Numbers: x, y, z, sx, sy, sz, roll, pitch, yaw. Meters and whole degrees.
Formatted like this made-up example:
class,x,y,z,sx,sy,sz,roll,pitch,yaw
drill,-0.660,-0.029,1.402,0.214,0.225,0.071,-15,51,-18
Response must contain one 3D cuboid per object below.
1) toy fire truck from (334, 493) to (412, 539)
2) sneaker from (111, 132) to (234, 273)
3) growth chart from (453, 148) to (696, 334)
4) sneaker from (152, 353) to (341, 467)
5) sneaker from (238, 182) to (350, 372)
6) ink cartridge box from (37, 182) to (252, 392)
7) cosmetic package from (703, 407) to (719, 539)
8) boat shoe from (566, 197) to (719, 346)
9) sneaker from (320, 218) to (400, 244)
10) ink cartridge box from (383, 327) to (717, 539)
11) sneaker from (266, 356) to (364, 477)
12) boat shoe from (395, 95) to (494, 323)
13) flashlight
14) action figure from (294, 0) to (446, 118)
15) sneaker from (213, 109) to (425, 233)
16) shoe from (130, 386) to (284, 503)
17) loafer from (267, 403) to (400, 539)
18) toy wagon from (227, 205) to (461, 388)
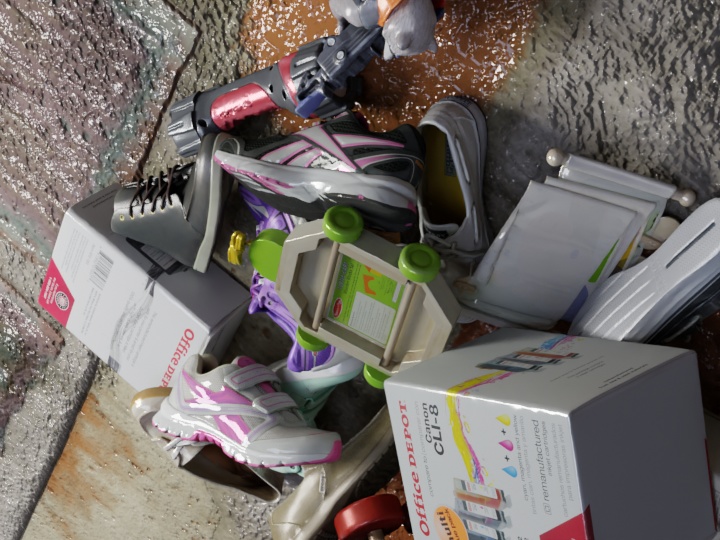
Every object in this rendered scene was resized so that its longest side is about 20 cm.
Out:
class,x,y,z,sx,sy,sz,roll,pitch,yaw
toy fire truck,0.029,0.298,1.089,0.168,0.198,0.113,-47,55,39
sneaker,-0.179,-0.068,1.055,0.105,0.075,0.201,17,147,-6
growth chart,0.166,-0.012,0.912,0.143,0.018,0.201,22,128,-16
sneaker,-0.104,0.130,1.059,0.198,0.081,0.089,14,90,24
sneaker,-0.073,-0.002,1.032,0.081,0.083,0.202,85,163,-75
ink cartridge box,-0.228,0.032,1.182,0.199,0.083,0.146,39,129,9
cosmetic package,0.242,0.159,0.909,0.199,0.073,0.105,31,130,41
boat shoe,0.243,0.027,0.880,0.070,0.073,0.200,25,134,-22
sneaker,0.000,0.000,1.021,0.088,0.075,0.202,-8,104,67
ink cartridge box,0.140,0.138,0.852,0.199,0.144,0.147,3,108,53
sneaker,-0.044,0.141,1.123,0.200,0.073,0.119,-24,92,48
boat shoe,0.072,-0.038,0.951,0.074,0.086,0.204,12,119,28
flashlight,-0.093,-0.148,1.015,0.198,0.068,0.069,-16,99,36
action figure,-0.016,-0.223,0.879,0.200,0.104,0.194,-49,64,11
sneaker,-0.027,-0.092,0.938,0.198,0.087,0.080,15,163,29
shoe,-0.153,0.183,1.167,0.070,0.054,0.199,-39,124,25
loafer,-0.019,0.196,1.086,0.067,0.200,0.076,39,173,27
toy wagon,-0.016,0.012,0.929,0.198,0.040,0.156,27,139,9
